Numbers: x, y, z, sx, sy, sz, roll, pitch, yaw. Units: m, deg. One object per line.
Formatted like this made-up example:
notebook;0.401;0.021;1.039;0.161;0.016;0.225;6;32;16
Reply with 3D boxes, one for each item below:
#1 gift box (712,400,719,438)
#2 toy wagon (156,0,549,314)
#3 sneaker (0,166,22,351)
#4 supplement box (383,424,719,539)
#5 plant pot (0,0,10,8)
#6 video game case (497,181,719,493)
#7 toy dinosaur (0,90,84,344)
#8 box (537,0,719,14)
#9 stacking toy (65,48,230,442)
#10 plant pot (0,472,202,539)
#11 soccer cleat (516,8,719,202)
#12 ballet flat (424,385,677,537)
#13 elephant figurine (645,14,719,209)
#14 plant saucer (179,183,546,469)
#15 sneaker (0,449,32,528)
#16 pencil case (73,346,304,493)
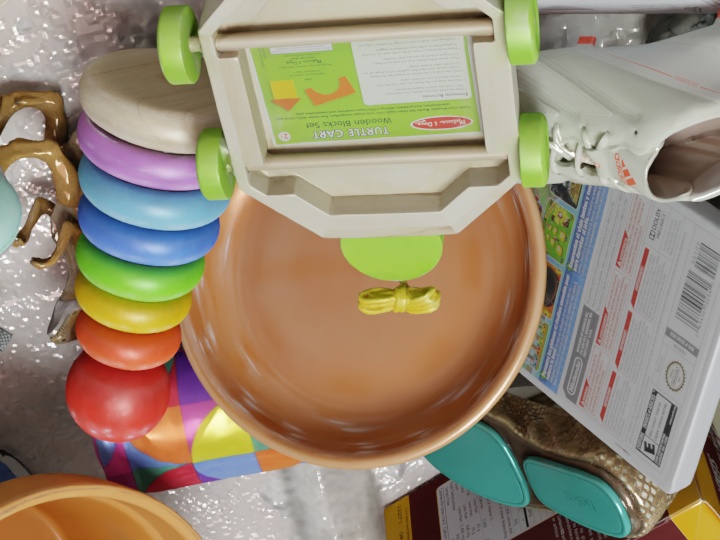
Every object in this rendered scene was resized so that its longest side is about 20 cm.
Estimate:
gift box;0.304;0.067;0.851;0.184;0.187;0.201;12;124;-20
toy wagon;0.004;-0.060;0.706;0.154;0.040;0.201;-2;137;10
sneaker;-0.212;-0.001;0.825;0.199;0.078;0.140;12;147;41
supplement box;0.153;0.196;0.970;0.200;0.133;0.197;-33;119;18
plant pot;-0.232;-0.150;0.691;0.199;0.184;0.201;-1;123;-2
video game case;0.105;-0.002;0.814;0.018;0.200;0.144;-17;131;-35
toy dinosaur;-0.136;-0.062;0.843;0.106;0.060;0.201;17;109;-27
box;0.040;-0.153;0.675;0.199;0.155;0.041;17;83;-46
stacking toy;-0.108;-0.004;0.808;0.085;0.086;0.201;8;119;-9
plant pot;-0.187;0.197;0.882;0.199;0.140;0.201;-6;102;-33
soccer cleat;0.114;-0.062;0.713;0.199;0.078;0.069;-11;143;41
ballet flat;0.106;0.098;0.899;0.065;0.200;0.071;-33;116;-25
elephant figurine;0.210;-0.058;0.766;0.141;0.200;0.155;-32;121;15
plant saucer;0.000;0.000;0.833;0.199;0.037;0.201;-1;86;19
sneaker;-0.223;0.187;0.976;0.075;0.077;0.201;-8;122;4
pencil case;-0.057;0.068;0.905;0.199;0.089;0.089;-8;123;1
